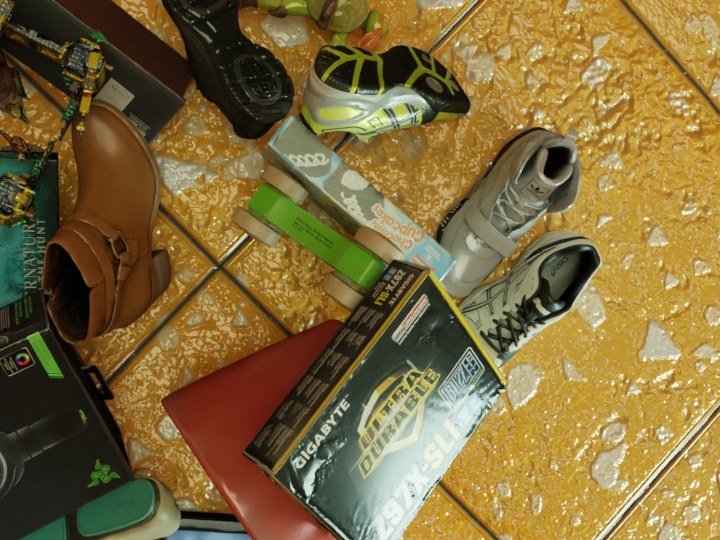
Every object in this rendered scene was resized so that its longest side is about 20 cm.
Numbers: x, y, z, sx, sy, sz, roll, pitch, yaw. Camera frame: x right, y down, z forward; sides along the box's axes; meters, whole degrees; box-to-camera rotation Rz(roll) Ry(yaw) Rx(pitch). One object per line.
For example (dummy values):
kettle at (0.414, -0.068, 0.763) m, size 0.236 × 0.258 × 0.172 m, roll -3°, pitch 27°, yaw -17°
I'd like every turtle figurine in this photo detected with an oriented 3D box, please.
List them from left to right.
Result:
turtle figurine at (-0.039, -0.250, 0.837) m, size 0.160 × 0.064 × 0.202 m, roll 20°, pitch 89°, yaw -9°

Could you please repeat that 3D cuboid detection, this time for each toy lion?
toy lion at (0.000, 0.000, 0.810) m, size 0.199 × 0.192 × 0.069 m, roll 35°, pitch 89°, yaw 32°

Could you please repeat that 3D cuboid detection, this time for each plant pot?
plant pot at (-0.056, 0.152, 0.795) m, size 0.177 × 0.200 × 0.201 m, roll -34°, pitch 97°, yaw -17°

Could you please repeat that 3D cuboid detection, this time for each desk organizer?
desk organizer at (-0.255, -0.211, 0.796) m, size 0.199 × 0.077 × 0.072 m, roll 37°, pitch 120°, yaw -23°

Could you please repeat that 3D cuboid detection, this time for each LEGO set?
LEGO set at (-0.291, -0.139, 0.681) m, size 0.153 × 0.116 × 0.201 m, roll 34°, pitch 75°, yaw -10°

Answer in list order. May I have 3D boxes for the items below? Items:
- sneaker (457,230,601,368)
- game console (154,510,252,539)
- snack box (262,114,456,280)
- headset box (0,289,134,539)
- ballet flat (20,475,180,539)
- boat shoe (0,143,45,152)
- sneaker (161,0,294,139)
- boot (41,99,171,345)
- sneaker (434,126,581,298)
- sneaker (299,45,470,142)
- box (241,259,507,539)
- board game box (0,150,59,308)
sneaker at (0.160, 0.036, 0.867) m, size 0.076 × 0.088 × 0.200 m, roll 42°, pitch 87°, yaw -10°
game console at (-0.136, 0.332, 0.814) m, size 0.198 × 0.116 × 0.178 m, roll 7°, pitch 91°, yaw -10°
snack box at (-0.005, -0.062, 0.822) m, size 0.200 × 0.116 × 0.037 m, roll 41°, pitch 86°, yaw -8°
headset box at (-0.317, 0.139, 0.757) m, size 0.199 × 0.093 × 0.175 m, roll -26°, pitch 117°, yaw -14°
ballet flat at (-0.259, 0.240, 0.811) m, size 0.198 × 0.069 × 0.070 m, roll -13°, pitch 94°, yaw 13°
boat shoe at (-0.385, -0.076, 0.788) m, size 0.198 × 0.063 × 0.074 m, roll -20°, pitch 95°, yaw -8°
sneaker at (-0.139, -0.210, 0.806) m, size 0.076 × 0.091 × 0.201 m, roll -24°, pitch 83°, yaw -27°
boot at (-0.237, -0.043, 0.755) m, size 0.076 × 0.155 × 0.202 m, roll -4°, pitch 105°, yaw 15°
sneaker at (0.143, -0.060, 0.847) m, size 0.075 × 0.115 × 0.201 m, roll 35°, pitch 86°, yaw -8°
sneaker at (0.023, -0.166, 0.830) m, size 0.199 × 0.077 × 0.076 m, roll -2°, pitch 54°, yaw -39°
box at (0.021, 0.118, 0.705) m, size 0.200 × 0.049 × 0.160 m, roll -50°, pitch 130°, yaw -18°
board game box at (-0.340, -0.008, 0.775) m, size 0.134 × 0.028 × 0.202 m, roll 0°, pitch 112°, yaw -17°
